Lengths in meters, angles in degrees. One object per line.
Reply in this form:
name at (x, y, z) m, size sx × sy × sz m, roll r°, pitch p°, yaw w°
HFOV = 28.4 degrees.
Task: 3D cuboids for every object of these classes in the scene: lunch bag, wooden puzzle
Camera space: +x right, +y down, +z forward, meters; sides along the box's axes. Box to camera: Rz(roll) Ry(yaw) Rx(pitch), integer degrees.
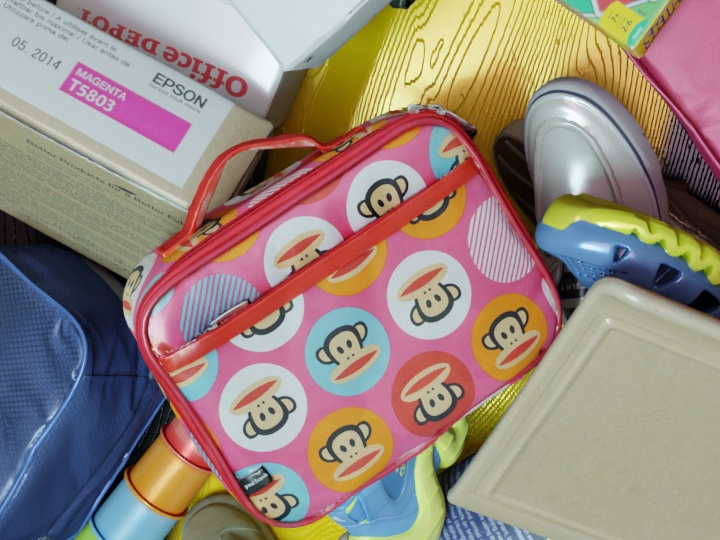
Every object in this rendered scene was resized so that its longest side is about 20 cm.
lunch bag at (-0.214, 0.087, 0.900) m, size 0.136 × 0.132 × 0.200 m, roll 40°, pitch 103°, yaw 23°
wooden puzzle at (0.164, 0.092, 0.733) m, size 0.184 × 0.037 × 0.200 m, roll 21°, pitch 135°, yaw -8°
lunch bag at (-0.014, 0.010, 0.718) m, size 0.200 × 0.082 × 0.177 m, roll -34°, pitch 107°, yaw -9°

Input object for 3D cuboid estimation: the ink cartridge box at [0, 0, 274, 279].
ink cartridge box at (-0.158, -0.071, 0.837) m, size 0.199 × 0.165 × 0.075 m, roll 29°, pitch 67°, yaw 0°

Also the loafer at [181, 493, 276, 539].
loafer at (-0.055, 0.241, 0.931) m, size 0.076 × 0.068 × 0.200 m, roll -39°, pitch 91°, yaw 15°

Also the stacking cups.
stacking cups at (-0.145, 0.162, 0.947) m, size 0.060 × 0.061 × 0.200 m, roll 40°, pitch 100°, yaw 2°

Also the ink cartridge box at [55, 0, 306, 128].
ink cartridge box at (-0.081, -0.201, 0.849) m, size 0.145 × 0.083 × 0.201 m, roll 24°, pitch 103°, yaw 5°

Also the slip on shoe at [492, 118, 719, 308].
slip on shoe at (0.170, -0.030, 0.847) m, size 0.200 × 0.076 × 0.061 m, roll 37°, pitch 65°, yaw 11°

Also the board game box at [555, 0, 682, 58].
board game box at (0.078, -0.194, 0.663) m, size 0.200 × 0.030 × 0.096 m, roll 39°, pitch 99°, yaw 21°

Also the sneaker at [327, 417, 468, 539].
sneaker at (0.018, 0.066, 0.828) m, size 0.075 × 0.105 × 0.201 m, roll -9°, pitch 61°, yaw 29°

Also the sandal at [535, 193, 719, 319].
sandal at (0.164, 0.030, 0.738) m, size 0.200 × 0.079 × 0.087 m, roll 32°, pitch 92°, yaw -25°

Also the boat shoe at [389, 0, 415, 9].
boat shoe at (0.084, -0.223, 0.819) m, size 0.068 × 0.072 × 0.200 m, roll 45°, pitch 103°, yaw 5°

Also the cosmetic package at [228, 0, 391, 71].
cosmetic package at (-0.053, -0.216, 0.757) m, size 0.113 × 0.081 × 0.200 m, roll -38°, pitch 92°, yaw 14°

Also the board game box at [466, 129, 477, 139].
board game box at (0.000, 0.000, 0.843) m, size 0.028 × 0.135 × 0.201 m, roll 32°, pitch 104°, yaw 4°

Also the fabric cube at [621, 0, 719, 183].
fabric cube at (0.244, -0.135, 0.740) m, size 0.196 × 0.199 × 0.200 m, roll -36°, pitch 92°, yaw 13°

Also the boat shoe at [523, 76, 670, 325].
boat shoe at (0.131, -0.006, 0.788) m, size 0.071 × 0.070 × 0.201 m, roll -1°, pitch 119°, yaw 34°

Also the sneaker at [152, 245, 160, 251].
sneaker at (-0.088, 0.054, 0.836) m, size 0.070 × 0.200 × 0.083 m, roll -2°, pitch 69°, yaw 7°

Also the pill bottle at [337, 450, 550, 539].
pill bottle at (0.091, 0.163, 0.867) m, size 0.200 × 0.111 × 0.111 m, roll -33°, pitch 93°, yaw 15°
